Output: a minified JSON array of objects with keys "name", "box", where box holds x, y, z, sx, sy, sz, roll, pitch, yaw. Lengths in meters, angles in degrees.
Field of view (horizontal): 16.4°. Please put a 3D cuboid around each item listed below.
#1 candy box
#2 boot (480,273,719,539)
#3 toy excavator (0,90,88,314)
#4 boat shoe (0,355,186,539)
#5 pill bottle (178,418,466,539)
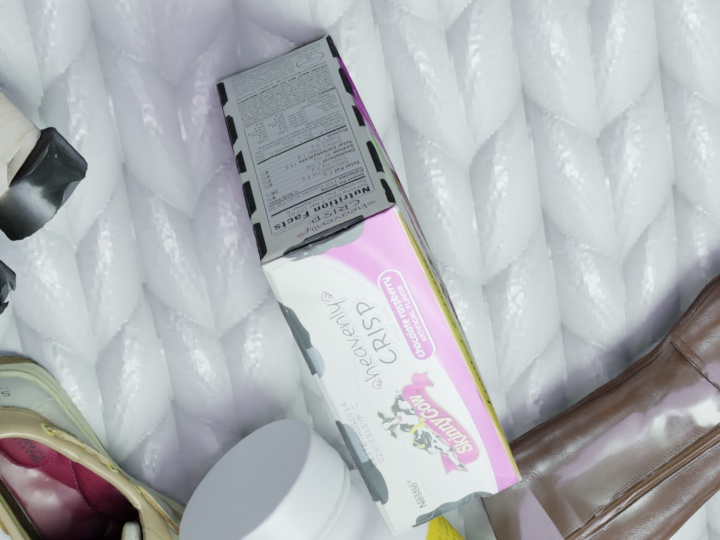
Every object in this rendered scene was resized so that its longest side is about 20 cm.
[{"name":"candy box","box":[0.000,0.000,1.052,0.061,0.200,0.137,-24,116,3]},{"name":"boot","box":[0.174,0.109,1.204,0.200,0.064,0.186,-42,101,8]},{"name":"toy excavator","box":[-0.237,0.002,1.078,0.100,0.200,0.195,43,58,-23]},{"name":"boat shoe","box":[-0.121,0.130,1.168,0.074,0.066,0.200,-39,114,10]},{"name":"pill bottle","box":[0.010,0.164,1.179,0.111,0.111,0.200,-39,115,10]}]
